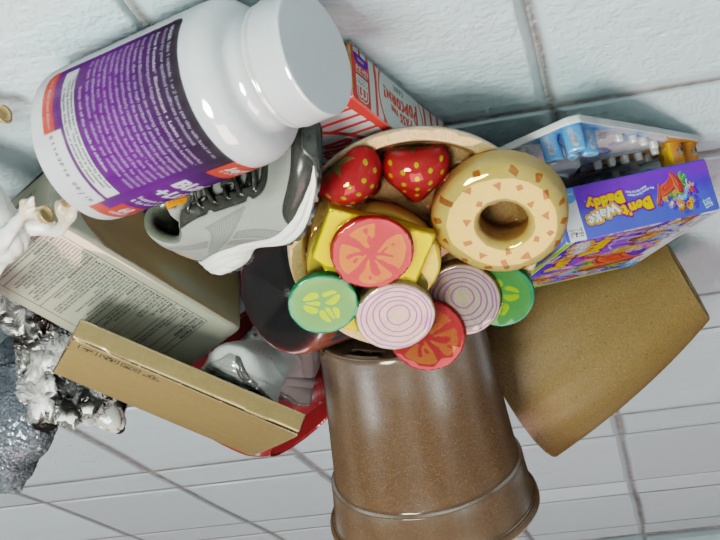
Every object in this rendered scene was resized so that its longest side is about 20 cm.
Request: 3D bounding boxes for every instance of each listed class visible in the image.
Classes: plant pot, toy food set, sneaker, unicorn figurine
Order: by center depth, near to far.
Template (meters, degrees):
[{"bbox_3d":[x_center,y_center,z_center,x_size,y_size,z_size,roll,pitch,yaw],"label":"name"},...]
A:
[{"bbox_3d":[-0.091,-0.052,0.923,0.079,0.074,0.200,16,151,-30],"label":"sneaker"},{"bbox_3d":[0.044,-0.015,0.950,0.199,0.049,0.199,12,121,-14],"label":"toy food set"},{"bbox_3d":[-0.281,-0.041,0.954,0.137,0.201,0.074,-21,-173,36],"label":"unicorn figurine"},{"bbox_3d":[-0.081,0.070,1.124,0.074,0.087,0.200,22,-179,13],"label":"sneaker"},{"bbox_3d":[0.051,0.134,1.170,0.199,0.199,0.200,-11,-160,4],"label":"plant pot"},{"bbox_3d":[0.234,0.055,1.265,0.200,0.187,0.186,-31,151,16],"label":"plant pot"}]

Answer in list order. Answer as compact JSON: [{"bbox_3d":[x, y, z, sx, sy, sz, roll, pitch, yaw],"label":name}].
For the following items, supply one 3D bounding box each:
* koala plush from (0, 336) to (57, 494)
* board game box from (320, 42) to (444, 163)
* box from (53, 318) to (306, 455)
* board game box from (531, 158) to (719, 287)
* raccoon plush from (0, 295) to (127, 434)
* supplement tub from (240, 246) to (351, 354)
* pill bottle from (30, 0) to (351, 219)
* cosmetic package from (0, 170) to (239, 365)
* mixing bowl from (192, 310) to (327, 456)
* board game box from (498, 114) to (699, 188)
[{"bbox_3d":[-0.418,0.129,1.315,0.199,0.178,0.184,24,169,-20],"label":"koala plush"},{"bbox_3d":[-0.055,-0.095,0.979,0.199,0.047,0.151,-16,156,27],"label":"board game box"},{"bbox_3d":[-0.160,0.105,1.092,0.199,0.021,0.163,24,160,-12],"label":"box"},{"bbox_3d":[0.204,-0.034,1.104,0.134,0.045,0.200,-12,170,-11],"label":"board game box"},{"bbox_3d":[-0.282,0.071,1.245,0.096,0.201,0.134,-16,-178,1],"label":"raccoon plush"},{"bbox_3d":[0.000,0.000,1.095,0.107,0.107,0.200,-25,174,43],"label":"supplement tub"},{"bbox_3d":[-0.110,-0.111,0.840,0.199,0.112,0.111,-17,155,30],"label":"pill bottle"},{"bbox_3d":[-0.207,0.005,1.074,0.105,0.071,0.200,-35,128,27],"label":"cosmetic package"},{"bbox_3d":[-0.088,0.118,1.298,0.200,0.108,0.200,-37,164,-13],"label":"mixing bowl"},{"bbox_3d":[0.149,-0.070,1.043,0.200,0.026,0.200,-23,165,39],"label":"board game box"}]
